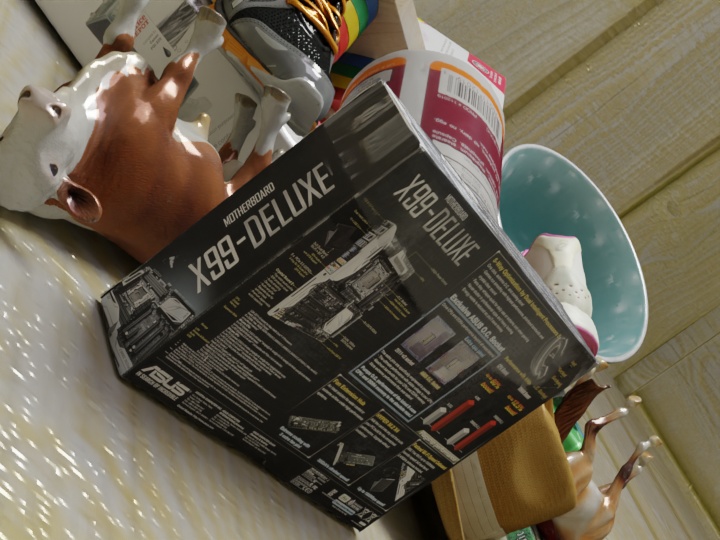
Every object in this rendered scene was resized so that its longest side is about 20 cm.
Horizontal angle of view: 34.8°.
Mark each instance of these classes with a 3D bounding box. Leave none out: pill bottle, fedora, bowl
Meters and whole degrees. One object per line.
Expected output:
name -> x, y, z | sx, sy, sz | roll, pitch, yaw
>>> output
pill bottle -> 0.027, -0.032, 0.686 | 0.114, 0.113, 0.202 | 48, 34, -28
fedora -> 0.092, 0.111, 0.739 | 0.200, 0.080, 0.204 | -14, 90, -79
bowl -> 0.150, 0.003, 1.004 | 0.199, 0.104, 0.204 | 25, 50, -33

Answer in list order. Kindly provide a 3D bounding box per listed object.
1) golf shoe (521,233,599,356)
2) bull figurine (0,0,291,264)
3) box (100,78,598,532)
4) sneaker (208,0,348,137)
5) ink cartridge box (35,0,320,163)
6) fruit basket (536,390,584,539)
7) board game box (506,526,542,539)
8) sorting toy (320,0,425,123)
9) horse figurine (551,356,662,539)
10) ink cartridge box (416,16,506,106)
golf shoe -> 0.126, 0.041, 0.845 | 0.200, 0.074, 0.093 | 119, -23, -68
bull figurine -> -0.096, -0.057, 0.525 | 0.064, 0.123, 0.200 | 24, -11, 24
box -> 0.004, 0.030, 0.535 | 0.200, 0.157, 0.050 | 43, 15, -45
sneaker -> -0.041, -0.147, 0.650 | 0.078, 0.077, 0.201 | 48, 13, -34
ink cartridge box -> -0.109, -0.130, 0.731 | 0.202, 0.084, 0.146 | 56, 10, -4
fruit basket -> 0.177, 0.182, 1.027 | 0.201, 0.093, 0.186 | 56, 10, -14
board game box -> 0.135, 0.238, 0.793 | 0.201, 0.023, 0.106 | -105, 171, -64
sorting toy -> -0.052, -0.173, 0.849 | 0.198, 0.070, 0.200 | 22, -31, 34
horse figurine -> 0.168, 0.154, 0.858 | 0.050, 0.133, 0.201 | 28, -21, 44
ink cartridge box -> 0.028, -0.178, 1.024 | 0.198, 0.086, 0.148 | 32, 23, -2
